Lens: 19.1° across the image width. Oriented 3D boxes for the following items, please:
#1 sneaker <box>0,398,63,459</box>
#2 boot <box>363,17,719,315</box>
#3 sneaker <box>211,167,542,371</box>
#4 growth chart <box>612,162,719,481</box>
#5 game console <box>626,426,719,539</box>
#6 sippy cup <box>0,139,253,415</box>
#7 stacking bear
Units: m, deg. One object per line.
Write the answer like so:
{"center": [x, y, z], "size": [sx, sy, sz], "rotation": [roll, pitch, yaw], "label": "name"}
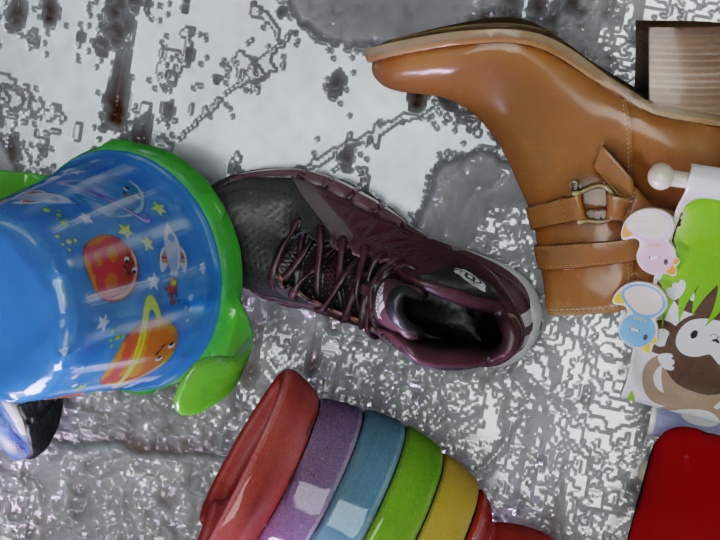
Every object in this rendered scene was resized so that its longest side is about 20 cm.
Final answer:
{"center": [-0.248, 0.035, 1.183], "size": [0.200, 0.079, 0.089], "rotation": [43, 106, 9], "label": "sneaker"}
{"center": [0.099, -0.054, 1.130], "size": [0.199, 0.074, 0.156], "rotation": [3, 101, 9], "label": "boot"}
{"center": [0.000, 0.000, 1.123], "size": [0.199, 0.116, 0.076], "rotation": [18, 98, 4], "label": "sneaker"}
{"center": [0.202, 0.036, 1.117], "size": [0.144, 0.018, 0.201], "rotation": [1, 118, 2], "label": "growth chart"}
{"center": [0.228, 0.197, 1.150], "size": [0.199, 0.119, 0.173], "rotation": [16, 77, 4], "label": "game console"}
{"center": [-0.151, 0.008, 1.114], "size": [0.177, 0.130, 0.140], "rotation": [-5, 97, 31], "label": "sippy cup"}
{"center": [0.023, 0.146, 1.146], "size": [0.199, 0.122, 0.114], "rotation": [28, 106, -7], "label": "stacking bear"}
